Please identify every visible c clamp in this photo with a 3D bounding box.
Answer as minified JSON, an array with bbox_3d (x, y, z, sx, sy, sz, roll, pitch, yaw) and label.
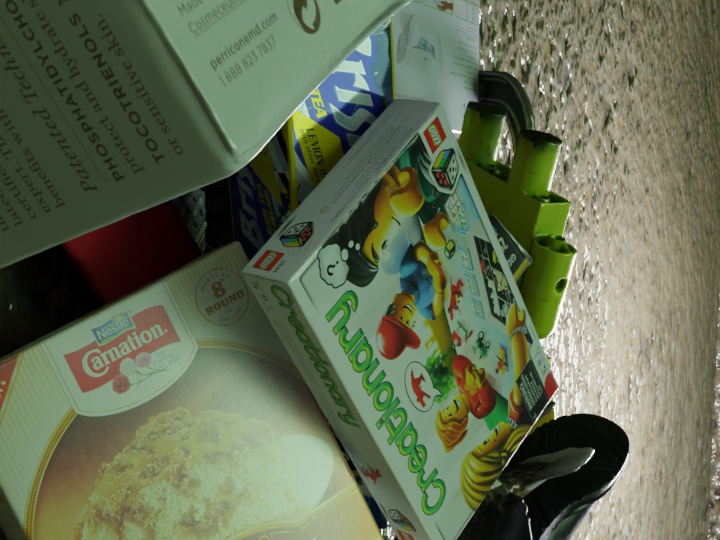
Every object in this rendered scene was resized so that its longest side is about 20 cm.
[{"bbox_3d":[0.102,-0.088,1.046,0.027,0.200,0.173,-8,97,-21],"label":"c clamp"}]

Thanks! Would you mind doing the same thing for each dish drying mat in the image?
[{"bbox_3d":[-0.110,0.009,0.691,0.201,0.018,0.077,68,37,-54],"label":"dish drying mat"}]

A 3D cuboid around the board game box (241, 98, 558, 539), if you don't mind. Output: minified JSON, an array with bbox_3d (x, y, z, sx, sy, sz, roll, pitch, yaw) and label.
[{"bbox_3d":[0.029,0.033,0.617,0.126,0.034,0.201,-50,131,-28],"label":"board game box"}]

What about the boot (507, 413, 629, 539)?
[{"bbox_3d":[0.130,0.221,0.942,0.198,0.073,0.164,-38,142,-37],"label":"boot"}]

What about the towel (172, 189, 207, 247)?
[{"bbox_3d":[-0.121,-0.103,0.714,0.193,0.034,0.201,-64,145,-41],"label":"towel"}]

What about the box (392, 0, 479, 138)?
[{"bbox_3d":[0.018,-0.192,0.931,0.200,0.096,0.179,-9,99,-64],"label":"box"}]

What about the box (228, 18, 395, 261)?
[{"bbox_3d":[-0.025,-0.061,0.617,0.070,0.064,0.202,-16,113,-34],"label":"box"}]

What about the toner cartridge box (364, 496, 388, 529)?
[{"bbox_3d":[0.011,0.111,0.930,0.200,0.094,0.044,-52,136,-52],"label":"toner cartridge box"}]

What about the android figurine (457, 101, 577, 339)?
[{"bbox_3d":[0.085,-0.013,0.890,0.041,0.182,0.202,-2,117,-36],"label":"android figurine"}]

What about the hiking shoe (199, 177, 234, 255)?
[{"bbox_3d":[-0.070,-0.064,0.672,0.100,0.075,0.202,18,92,-36],"label":"hiking shoe"}]

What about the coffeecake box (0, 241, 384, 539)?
[{"bbox_3d":[-0.089,0.111,0.595,0.153,0.073,0.202,-28,95,-26],"label":"coffeecake box"}]

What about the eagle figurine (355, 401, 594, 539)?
[{"bbox_3d":[0.045,0.165,0.780,0.151,0.150,0.202,19,85,-53],"label":"eagle figurine"}]

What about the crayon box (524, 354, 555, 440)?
[{"bbox_3d":[0.120,0.122,1.069,0.200,0.050,0.128,-145,-132,-68],"label":"crayon box"}]

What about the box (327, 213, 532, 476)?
[{"bbox_3d":[0.007,0.061,0.809,0.049,0.159,0.200,49,51,-11],"label":"box"}]

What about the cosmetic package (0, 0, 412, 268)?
[{"bbox_3d":[-0.118,-0.117,0.483,0.167,0.199,0.168,59,39,-17],"label":"cosmetic package"}]
